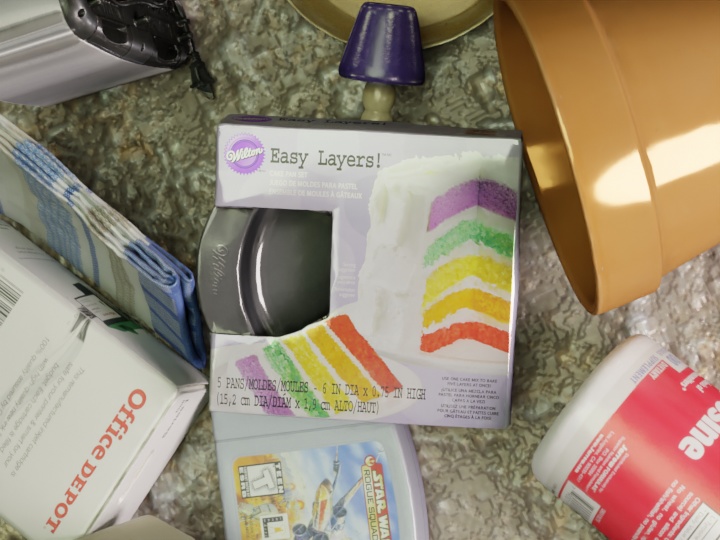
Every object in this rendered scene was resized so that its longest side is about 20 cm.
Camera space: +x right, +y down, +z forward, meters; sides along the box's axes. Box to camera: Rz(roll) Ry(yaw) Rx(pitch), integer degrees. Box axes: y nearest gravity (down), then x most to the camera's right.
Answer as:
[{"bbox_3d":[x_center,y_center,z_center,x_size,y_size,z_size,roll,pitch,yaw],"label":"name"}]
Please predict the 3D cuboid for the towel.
[{"bbox_3d":[-0.181,-0.022,1.345,0.200,0.147,0.024,38,71,16],"label":"towel"}]

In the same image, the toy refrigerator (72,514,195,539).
[{"bbox_3d":[-0.126,0.265,1.319,0.070,0.076,0.201,-17,104,-27],"label":"toy refrigerator"}]

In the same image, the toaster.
[{"bbox_3d":[-0.199,-0.201,1.337,0.118,0.181,0.201,-16,83,18],"label":"toaster"}]

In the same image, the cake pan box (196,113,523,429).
[{"bbox_3d":[0.000,0.000,1.281,0.199,0.052,0.185,4,98,5],"label":"cake pan box"}]

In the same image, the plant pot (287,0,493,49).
[{"bbox_3d":[0.029,-0.241,1.348,0.199,0.027,0.201,-1,88,17],"label":"plant pot"}]

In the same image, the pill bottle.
[{"bbox_3d":[0.210,0.139,1.239,0.200,0.112,0.112,39,99,13],"label":"pill bottle"}]

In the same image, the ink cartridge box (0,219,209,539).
[{"bbox_3d":[-0.218,0.079,1.380,0.200,0.084,0.146,37,99,14],"label":"ink cartridge box"}]

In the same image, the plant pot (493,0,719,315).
[{"bbox_3d":[0.173,-0.089,1.226,0.139,0.200,0.201,-17,83,-1],"label":"plant pot"}]

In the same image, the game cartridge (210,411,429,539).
[{"bbox_3d":[-0.023,0.162,1.348,0.133,0.042,0.201,-9,86,20],"label":"game cartridge"}]

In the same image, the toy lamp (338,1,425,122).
[{"bbox_3d":[0.008,-0.069,1.320,0.058,0.058,0.201,7,99,16],"label":"toy lamp"}]
